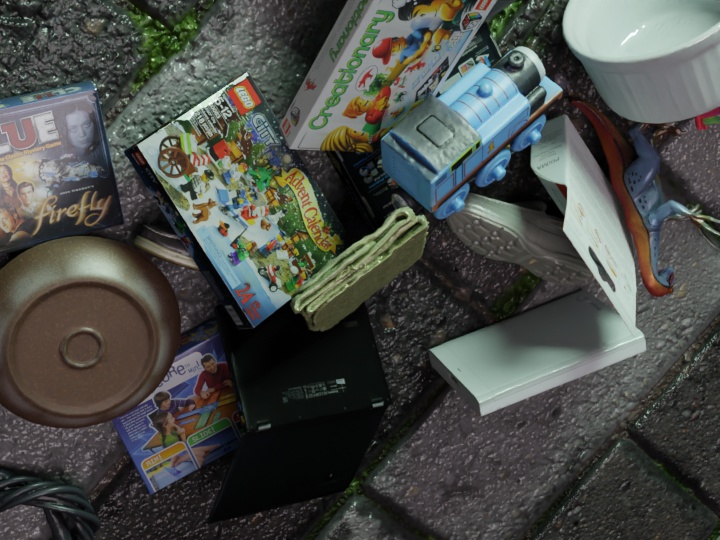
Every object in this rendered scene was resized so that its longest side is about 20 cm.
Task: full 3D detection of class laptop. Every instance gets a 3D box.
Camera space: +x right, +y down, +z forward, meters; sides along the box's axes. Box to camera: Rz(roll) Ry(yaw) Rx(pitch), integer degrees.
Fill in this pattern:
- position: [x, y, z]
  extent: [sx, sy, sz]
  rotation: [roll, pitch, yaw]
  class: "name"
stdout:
- position: [-0.077, 0.137, 1.334]
  extent: [0.187, 0.116, 0.201]
  rotation: [-6, 76, -40]
  class: "laptop"

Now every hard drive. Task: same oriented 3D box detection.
- position: [0.190, 0.087, 1.406]
  extent: [0.199, 0.132, 0.026]
  rotation: [-20, 118, -14]
  class: "hard drive"

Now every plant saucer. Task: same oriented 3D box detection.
- position: [-0.265, 0.068, 1.221]
  extent: [0.199, 0.037, 0.201]
  rotation: [-7, 114, -17]
  class: "plant saucer"

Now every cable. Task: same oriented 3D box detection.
- position: [-0.358, 0.297, 1.319]
  extent: [0.163, 0.051, 0.201]
  rotation: [15, 103, -33]
  class: "cable"

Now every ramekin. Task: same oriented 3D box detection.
- position: [0.311, -0.240, 1.286]
  extent: [0.200, 0.201, 0.098]
  rotation: [-37, 128, -5]
  class: "ramekin"

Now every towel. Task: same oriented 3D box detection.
- position: [0.000, 0.000, 1.222]
  extent: [0.148, 0.200, 0.037]
  rotation: [-37, 82, -2]
  class: "towel"

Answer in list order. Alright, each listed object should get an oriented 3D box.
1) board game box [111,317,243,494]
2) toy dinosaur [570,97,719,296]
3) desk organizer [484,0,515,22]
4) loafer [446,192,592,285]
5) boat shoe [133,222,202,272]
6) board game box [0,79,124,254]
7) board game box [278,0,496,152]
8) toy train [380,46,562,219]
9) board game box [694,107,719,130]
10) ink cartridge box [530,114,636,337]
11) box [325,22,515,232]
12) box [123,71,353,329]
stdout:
- position: [-0.158, 0.127, 1.332]
  extent: [0.199, 0.034, 0.136]
  rotation: [-27, 120, -11]
  class: "board game box"
- position: [0.304, -0.070, 1.386]
  extent: [0.199, 0.105, 0.182]
  rotation: [16, 90, 17]
  class: "toy dinosaur"
- position: [0.060, -0.258, 1.224]
  extent: [0.200, 0.077, 0.072]
  rotation: [-36, 150, -6]
  class: "desk organizer"
- position: [0.173, -0.044, 1.386]
  extent: [0.199, 0.070, 0.070]
  rotation: [23, 59, -34]
  class: "loafer"
- position: [-0.123, -0.027, 1.267]
  extent: [0.200, 0.072, 0.066]
  rotation: [13, 96, -28]
  class: "boat shoe"
- position: [-0.327, -0.085, 1.171]
  extent: [0.199, 0.035, 0.136]
  rotation: [-16, 117, -16]
  class: "board game box"
- position: [0.022, -0.186, 1.158]
  extent: [0.126, 0.035, 0.200]
  rotation: [-2, 142, -34]
  class: "board game box"
- position: [0.105, -0.132, 1.218]
  extent: [0.200, 0.087, 0.114]
  rotation: [-41, 161, -15]
  class: "toy train"
- position: [0.405, -0.168, 1.350]
  extent: [0.157, 0.200, 0.039]
  rotation: [-12, 92, -22]
  class: "board game box"
- position: [0.231, -0.043, 1.334]
  extent: [0.047, 0.200, 0.160]
  rotation: [-22, 123, 26]
  class: "ink cartridge box"
- position: [0.063, -0.151, 1.301]
  extent: [0.200, 0.046, 0.159]
  rotation: [-34, 120, -7]
  class: "box"
- position: [-0.111, -0.065, 1.213]
  extent: [0.136, 0.038, 0.200]
  rotation: [-39, 105, -26]
  class: "box"
